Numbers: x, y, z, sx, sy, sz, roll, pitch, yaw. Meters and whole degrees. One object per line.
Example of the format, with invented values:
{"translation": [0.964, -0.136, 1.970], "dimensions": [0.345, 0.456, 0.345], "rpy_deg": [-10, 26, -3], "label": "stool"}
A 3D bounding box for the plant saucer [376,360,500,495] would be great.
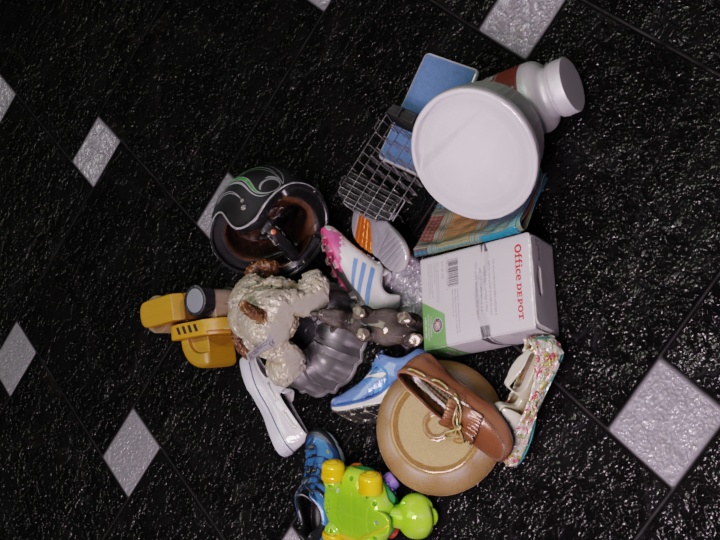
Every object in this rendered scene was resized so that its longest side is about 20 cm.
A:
{"translation": [0.116, 0.232, 1.608], "dimensions": [0.196, 0.035, 0.204], "rpy_deg": [-3, 76, 13], "label": "plant saucer"}

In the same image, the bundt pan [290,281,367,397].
{"translation": [-0.085, 0.111, 1.840], "dimensions": [0.200, 0.075, 0.206], "rpy_deg": [-12, 70, 36], "label": "bundt pan"}

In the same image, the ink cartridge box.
{"translation": [0.193, 0.041, 1.623], "dimensions": [0.198, 0.084, 0.149], "rpy_deg": [-13, 69, 35], "label": "ink cartridge box"}

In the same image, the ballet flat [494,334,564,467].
{"translation": [0.229, 0.183, 1.552], "dimensions": [0.076, 0.063, 0.203], "rpy_deg": [32, 104, 65], "label": "ballet flat"}

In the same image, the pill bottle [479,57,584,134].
{"translation": [0.238, -0.253, 1.659], "dimensions": [0.198, 0.112, 0.114], "rpy_deg": [-17, 66, 34], "label": "pill bottle"}

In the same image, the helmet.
{"translation": [-0.166, -0.088, 1.895], "dimensions": [0.189, 0.198, 0.203], "rpy_deg": [13, 85, 53], "label": "helmet"}

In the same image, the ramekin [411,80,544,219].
{"translation": [0.181, -0.187, 1.596], "dimensions": [0.199, 0.094, 0.205], "rpy_deg": [13, 123, 21], "label": "ramekin"}

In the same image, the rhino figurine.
{"translation": [0.012, 0.084, 1.699], "dimensions": [0.196, 0.087, 0.061], "rpy_deg": [8, 88, 15], "label": "rhino figurine"}

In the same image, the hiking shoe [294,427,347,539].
{"translation": [-0.067, 0.350, 1.742], "dimensions": [0.074, 0.086, 0.203], "rpy_deg": [-24, 62, 31], "label": "hiking shoe"}

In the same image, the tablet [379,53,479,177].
{"translation": [0.115, -0.263, 1.829], "dimensions": [0.129, 0.014, 0.202], "rpy_deg": [28, 95, 41], "label": "tablet"}

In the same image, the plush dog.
{"translation": [-0.165, 0.071, 1.777], "dimensions": [0.171, 0.159, 0.203], "rpy_deg": [18, 89, 56], "label": "plush dog"}

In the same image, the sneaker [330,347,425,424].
{"translation": [0.038, 0.182, 1.725], "dimensions": [0.198, 0.078, 0.090], "rpy_deg": [-25, 55, 23], "label": "sneaker"}

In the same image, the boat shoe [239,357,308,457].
{"translation": [-0.143, 0.223, 1.867], "dimensions": [0.066, 0.073, 0.202], "rpy_deg": [-33, 66, 10], "label": "boat shoe"}

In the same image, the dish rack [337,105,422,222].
{"translation": [0.057, -0.172, 1.784], "dimensions": [0.153, 0.054, 0.202], "rpy_deg": [30, 86, 42], "label": "dish rack"}

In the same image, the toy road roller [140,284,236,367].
{"translation": [-0.303, 0.111, 1.995], "dimensions": [0.198, 0.122, 0.149], "rpy_deg": [-12, 80, 36], "label": "toy road roller"}

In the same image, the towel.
{"translation": [0.184, -0.089, 1.664], "dimensions": [0.198, 0.022, 0.147], "rpy_deg": [-13, 34, 37], "label": "towel"}

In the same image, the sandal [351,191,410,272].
{"translation": [0.046, -0.057, 1.791], "dimensions": [0.207, 0.058, 0.080], "rpy_deg": [53, 131, 49], "label": "sandal"}

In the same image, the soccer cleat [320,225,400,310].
{"translation": [0.000, 0.000, 1.809], "dimensions": [0.085, 0.070, 0.202], "rpy_deg": [-21, 60, -13], "label": "soccer cleat"}

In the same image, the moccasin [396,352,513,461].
{"translation": [0.135, 0.200, 1.542], "dimensions": [0.201, 0.077, 0.074], "rpy_deg": [45, 135, 19], "label": "moccasin"}

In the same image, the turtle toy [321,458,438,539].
{"translation": [0.024, 0.366, 1.651], "dimensions": [0.198, 0.100, 0.149], "rpy_deg": [9, 104, 38], "label": "turtle toy"}
